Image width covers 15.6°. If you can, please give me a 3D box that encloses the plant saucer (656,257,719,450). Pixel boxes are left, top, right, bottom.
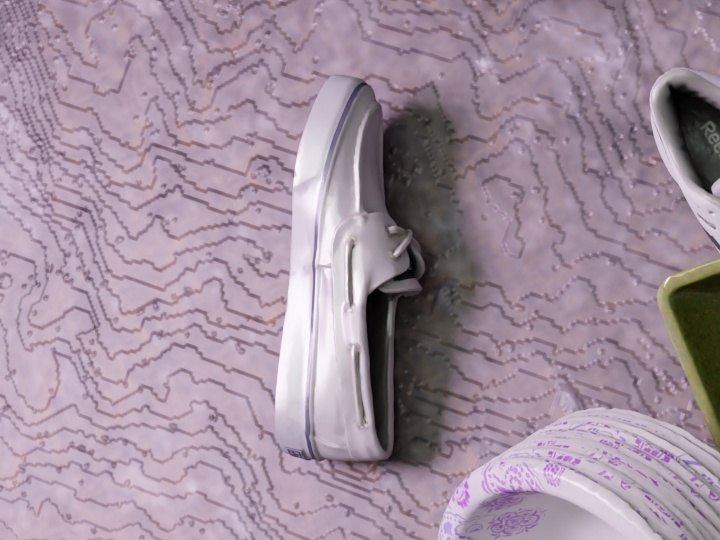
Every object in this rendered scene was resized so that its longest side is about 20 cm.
[{"bbox_3d":[0.265,0.058,1.224,0.199,0.048,0.200,-20,99,17],"label":"plant saucer"}]

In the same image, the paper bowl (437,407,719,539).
[{"bbox_3d":[0.138,0.158,1.228,0.200,0.104,0.201,32,137,35],"label":"paper bowl"}]

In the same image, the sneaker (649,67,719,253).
[{"bbox_3d":[0.204,-0.020,1.274,0.074,0.088,0.200,-45,69,8],"label":"sneaker"}]

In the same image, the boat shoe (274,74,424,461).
[{"bbox_3d":[0.000,0.000,1.364,0.065,0.072,0.201,5,83,19],"label":"boat shoe"}]
